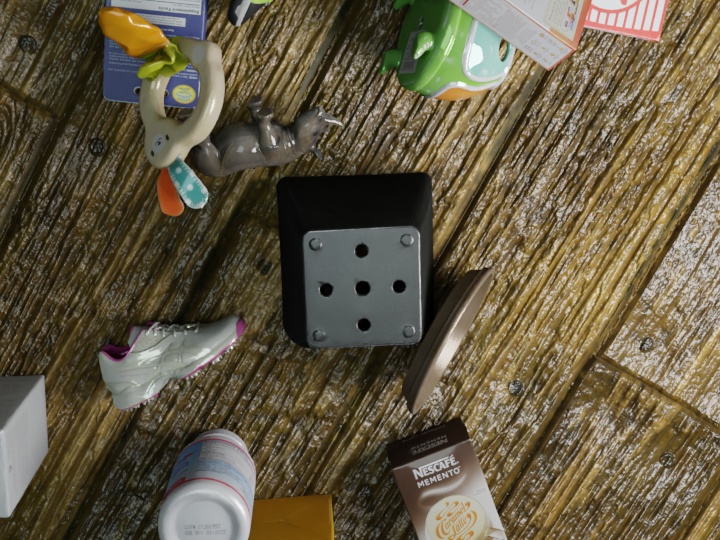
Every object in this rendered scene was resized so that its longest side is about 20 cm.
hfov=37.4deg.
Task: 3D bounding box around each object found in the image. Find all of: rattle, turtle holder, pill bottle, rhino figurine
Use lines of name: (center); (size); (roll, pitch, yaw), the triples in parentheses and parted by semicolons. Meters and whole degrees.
rattle: (-0.231, -0.170, 1.186); (0.128, 0.143, 0.204); (15, 92, 19)
turtle holder: (0.111, -0.287, 1.242); (0.130, 0.141, 0.189); (16, 63, -21)
pill bottle: (-0.184, 0.272, 1.311); (0.106, 0.200, 0.111); (-1, 103, -3)
rhino figurine: (-0.117, -0.161, 1.282); (0.196, 0.060, 0.088); (-9, 131, -1)

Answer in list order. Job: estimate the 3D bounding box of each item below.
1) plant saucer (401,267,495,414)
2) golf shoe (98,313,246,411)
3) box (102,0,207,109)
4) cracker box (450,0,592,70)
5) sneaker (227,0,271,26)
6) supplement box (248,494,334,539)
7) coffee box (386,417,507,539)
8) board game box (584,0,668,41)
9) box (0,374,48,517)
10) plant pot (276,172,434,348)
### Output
plant saucer: (0.103, 0.080, 1.289); (0.029, 0.200, 0.202); (29, 101, 12)
golf shoe: (-0.240, 0.097, 1.335); (0.198, 0.075, 0.093); (-29, 100, 3)
box: (-0.242, -0.300, 1.261); (0.119, 0.032, 0.204); (5, 102, -4)
cracker box: (0.163, -0.334, 1.168); (0.198, 0.058, 0.136); (32, 63, -16)
sneaker: (-0.073, -0.351, 1.237); (0.083, 0.072, 0.200); (39, 103, -19)
supplement box: (-0.124, 0.420, 1.382); (0.193, 0.133, 0.204); (-4, 103, -2)
coffee box: (0.119, 0.313, 1.396); (0.113, 0.080, 0.203); (-21, 103, 2)
board game box: (0.300, -0.387, 1.259); (0.149, 0.046, 0.204); (9, 103, -4)
box: (-0.474, 0.207, 1.283); (0.149, 0.200, 0.109); (0, 102, -2)
plant pot: (0.000, 0.000, 1.269); (0.196, 0.178, 0.204); (-2, 104, -3)
